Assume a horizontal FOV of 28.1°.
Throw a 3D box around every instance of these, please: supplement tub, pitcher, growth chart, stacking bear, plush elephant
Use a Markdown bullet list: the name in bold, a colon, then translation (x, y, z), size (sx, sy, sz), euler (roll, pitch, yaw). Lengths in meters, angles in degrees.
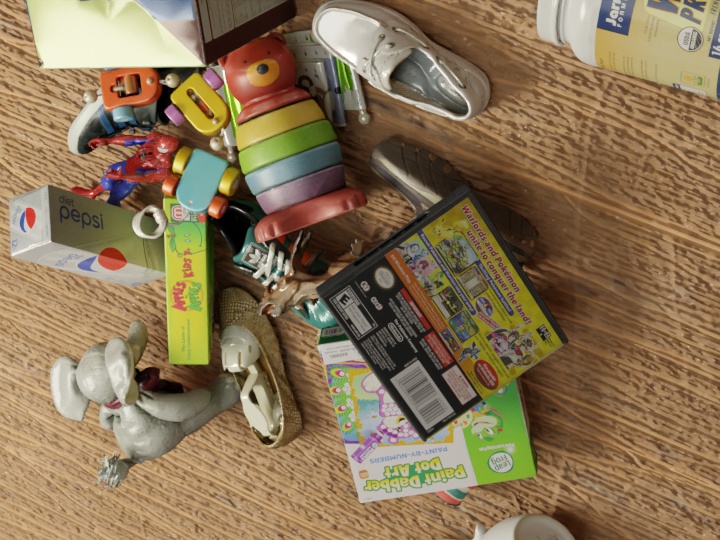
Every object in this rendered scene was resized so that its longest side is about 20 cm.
- **supplement tub**: translation (0.269, -0.240, 1.272), size (0.199, 0.144, 0.145), euler (18, 119, 18)
- **pitcher**: translation (0.151, 0.343, 1.618), size (0.172, 0.121, 0.201), euler (46, 136, 19)
- **growth chart**: translation (-0.080, -0.190, 1.541), size (0.199, 0.018, 0.146), euler (-10, 108, 30)
- **stacking bear**: translation (-0.082, -0.144, 1.490), size (0.121, 0.114, 0.201), euler (-19, 93, 0)
- **plush elephant**: translation (-0.268, 0.135, 1.672), size (0.164, 0.200, 0.156), euler (-8, 113, 36)

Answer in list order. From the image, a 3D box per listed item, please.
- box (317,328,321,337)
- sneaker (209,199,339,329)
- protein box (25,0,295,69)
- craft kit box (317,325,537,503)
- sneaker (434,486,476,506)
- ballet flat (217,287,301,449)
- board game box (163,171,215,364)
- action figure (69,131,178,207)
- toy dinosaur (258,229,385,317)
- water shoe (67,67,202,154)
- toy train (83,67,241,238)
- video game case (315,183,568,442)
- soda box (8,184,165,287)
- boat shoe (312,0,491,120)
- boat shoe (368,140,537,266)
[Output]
- **box**: translation (0.052, 0.057, 1.567), size (0.199, 0.050, 0.076), euler (13, 117, 20)
- **sneaker**: translation (-0.091, -0.004, 1.552), size (0.200, 0.080, 0.072), euler (43, 112, 28)
- **protein box**: translation (-0.201, -0.294, 1.442), size (0.197, 0.200, 0.136), euler (3, 113, 25)
- **craft kit box**: translation (0.073, 0.140, 1.521), size (0.198, 0.049, 0.199), euler (-11, 115, 11)
- **sneaker**: translation (0.073, 0.163, 1.604), size (0.093, 0.070, 0.200), euler (-42, 89, 16)
- **ballet flat**: translation (-0.123, 0.118, 1.671), size (0.070, 0.065, 0.201), euler (-16, 104, 31)
- **board game box**: translation (-0.192, -0.007, 1.621), size (0.047, 0.102, 0.202), euler (1, 115, -2)
- **action figure**: translation (-0.282, -0.107, 1.605), size (0.199, 0.099, 0.066), euler (-28, 67, 41)
- **toy dinosaur**: translation (0.000, 0.000, 1.490), size (0.135, 0.199, 0.087), euler (10, 103, 51)
- **water shoe**: translation (-0.254, -0.179, 1.598), size (0.079, 0.072, 0.200), euler (45, 125, -2)
- **toy train**: translation (-0.202, -0.138, 1.523), size (0.149, 0.056, 0.202), euler (-15, 84, 7)
- **video game case**: translation (0.083, 0.045, 1.424), size (0.180, 0.026, 0.201), euler (-34, 112, 2)
- **soda box**: translation (-0.299, -0.035, 1.607), size (0.063, 0.200, 0.069), euler (-17, 70, 30)
- **boat shoe**: translation (0.036, -0.211, 1.435), size (0.199, 0.069, 0.071), euler (27, 116, 8)
- **boat shoe**: translation (0.086, -0.056, 1.486), size (0.199, 0.074, 0.074), euler (37, 123, 8)
